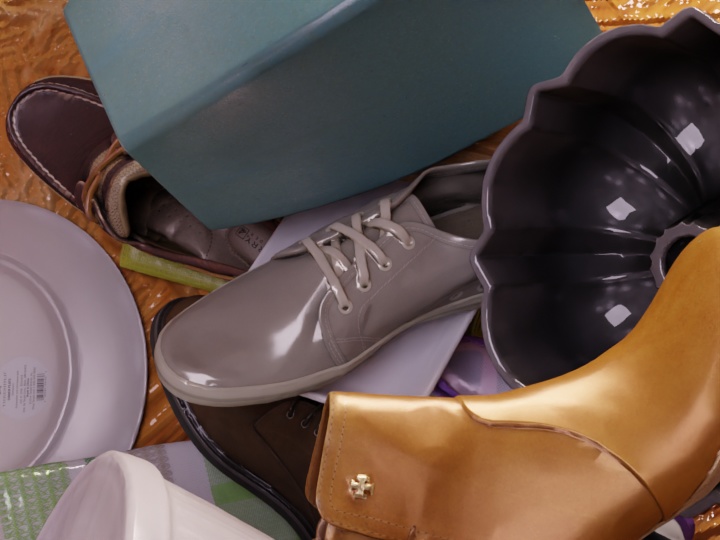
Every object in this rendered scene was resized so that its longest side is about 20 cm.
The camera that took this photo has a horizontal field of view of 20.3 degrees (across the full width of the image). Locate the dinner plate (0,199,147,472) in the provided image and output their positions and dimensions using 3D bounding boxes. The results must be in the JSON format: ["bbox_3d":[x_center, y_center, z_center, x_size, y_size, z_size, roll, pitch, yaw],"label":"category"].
[{"bbox_3d":[-0.208,0.058,1.053,0.200,0.024,0.200,-3,78,15],"label":"dinner plate"}]

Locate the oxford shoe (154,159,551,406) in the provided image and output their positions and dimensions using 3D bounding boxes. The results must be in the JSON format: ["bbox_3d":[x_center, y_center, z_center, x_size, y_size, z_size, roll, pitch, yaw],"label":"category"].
[{"bbox_3d":[0.000,0.000,0.884,0.200,0.058,0.075,-22,51,-16],"label":"oxford shoe"}]

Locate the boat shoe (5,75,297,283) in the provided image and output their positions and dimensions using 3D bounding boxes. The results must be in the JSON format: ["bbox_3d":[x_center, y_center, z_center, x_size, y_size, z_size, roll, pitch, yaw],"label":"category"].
[{"bbox_3d":[-0.104,-0.043,1.002,0.200,0.072,0.072,34,94,19],"label":"boat shoe"}]

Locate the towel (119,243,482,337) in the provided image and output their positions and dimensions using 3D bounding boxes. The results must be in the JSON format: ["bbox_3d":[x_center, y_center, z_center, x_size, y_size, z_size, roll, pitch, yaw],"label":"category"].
[{"bbox_3d":[-0.024,-0.019,1.017,0.200,0.018,0.086,15,82,19],"label":"towel"}]

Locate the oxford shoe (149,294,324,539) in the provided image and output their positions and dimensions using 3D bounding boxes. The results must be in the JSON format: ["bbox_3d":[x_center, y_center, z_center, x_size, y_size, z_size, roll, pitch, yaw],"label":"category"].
[{"bbox_3d":[-0.020,0.076,0.954,0.200,0.073,0.084,46,133,14],"label":"oxford shoe"}]

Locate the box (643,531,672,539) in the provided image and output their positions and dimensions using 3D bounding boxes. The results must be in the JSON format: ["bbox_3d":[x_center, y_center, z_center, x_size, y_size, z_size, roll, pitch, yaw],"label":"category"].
[{"bbox_3d":[0.068,0.201,0.844,0.198,0.123,0.200,27,103,4],"label":"box"}]

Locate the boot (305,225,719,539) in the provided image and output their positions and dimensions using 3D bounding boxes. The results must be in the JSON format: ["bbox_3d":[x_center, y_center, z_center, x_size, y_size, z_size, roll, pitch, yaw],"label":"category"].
[{"bbox_3d":[0.058,0.061,0.743,0.144,0.071,0.201,18,85,-8],"label":"boot"}]

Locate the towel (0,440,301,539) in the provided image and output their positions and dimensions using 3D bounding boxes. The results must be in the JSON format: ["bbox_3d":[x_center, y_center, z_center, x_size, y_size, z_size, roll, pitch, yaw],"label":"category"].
[{"bbox_3d":[-0.117,0.153,0.942,0.200,0.031,0.149,-10,66,-18],"label":"towel"}]

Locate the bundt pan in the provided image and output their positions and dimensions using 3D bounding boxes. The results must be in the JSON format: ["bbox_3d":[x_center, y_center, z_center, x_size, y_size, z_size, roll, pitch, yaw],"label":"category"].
[{"bbox_3d":[0.149,-0.003,0.822,0.202,0.076,0.202,1,92,34],"label":"bundt pan"}]

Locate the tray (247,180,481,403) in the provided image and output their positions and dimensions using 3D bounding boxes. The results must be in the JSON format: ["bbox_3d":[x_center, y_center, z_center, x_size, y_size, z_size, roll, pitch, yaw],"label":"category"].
[{"bbox_3d":[0.014,-0.007,0.943,0.107,0.022,0.200,17,49,19],"label":"tray"}]

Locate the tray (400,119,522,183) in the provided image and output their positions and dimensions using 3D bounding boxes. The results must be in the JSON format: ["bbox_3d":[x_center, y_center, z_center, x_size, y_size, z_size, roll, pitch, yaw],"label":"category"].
[{"bbox_3d":[0.035,-0.087,0.978,0.200,0.037,0.099,13,46,19],"label":"tray"}]

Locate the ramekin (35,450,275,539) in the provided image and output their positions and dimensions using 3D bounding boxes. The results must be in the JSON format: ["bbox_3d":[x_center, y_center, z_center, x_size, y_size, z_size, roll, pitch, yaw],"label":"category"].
[{"bbox_3d":[-0.093,0.181,0.814,0.094,0.202,0.203,22,84,-19],"label":"ramekin"}]

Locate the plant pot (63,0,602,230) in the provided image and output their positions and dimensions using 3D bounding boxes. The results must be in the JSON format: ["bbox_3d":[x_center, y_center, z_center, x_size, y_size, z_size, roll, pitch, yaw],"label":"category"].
[{"bbox_3d":[-0.018,-0.118,0.894,0.200,0.141,0.141,-32,57,9],"label":"plant pot"}]

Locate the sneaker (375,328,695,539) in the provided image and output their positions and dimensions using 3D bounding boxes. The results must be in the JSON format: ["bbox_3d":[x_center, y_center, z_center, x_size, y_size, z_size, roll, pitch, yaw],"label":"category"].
[{"bbox_3d":[0.082,0.059,0.942,0.200,0.080,0.089,30,83,14],"label":"sneaker"}]
